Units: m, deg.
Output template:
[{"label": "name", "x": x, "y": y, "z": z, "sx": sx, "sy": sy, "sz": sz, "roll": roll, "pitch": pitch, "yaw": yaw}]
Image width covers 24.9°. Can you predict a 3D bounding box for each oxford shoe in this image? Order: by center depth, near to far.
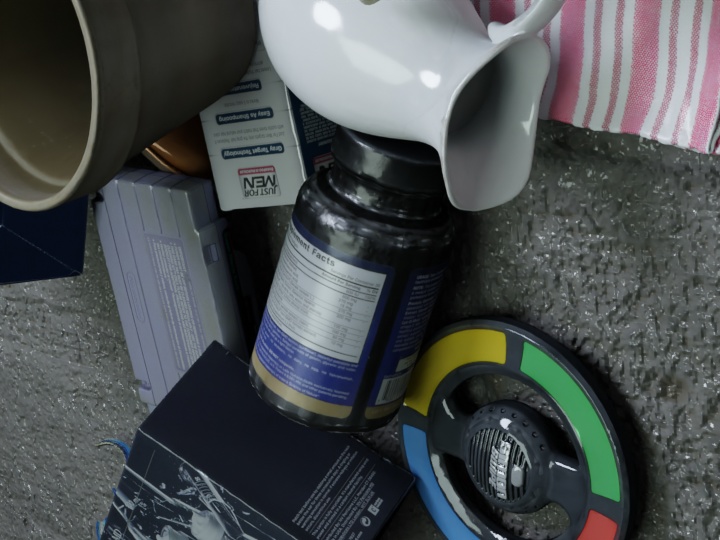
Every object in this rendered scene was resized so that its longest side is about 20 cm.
[{"label": "oxford shoe", "x": -0.157, "y": -0.156, "z": 1.240, "sx": 0.071, "sy": 0.071, "sz": 0.201, "roll": -35, "pitch": 81, "yaw": 35}]

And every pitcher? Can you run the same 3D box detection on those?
[{"label": "pitcher", "x": 0.035, "y": -0.156, "z": 0.999, "sx": 0.200, "sy": 0.121, "sz": 0.172, "roll": 38, "pitch": 114, "yaw": 38}]

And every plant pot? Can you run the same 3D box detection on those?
[{"label": "plant pot", "x": -0.171, "y": -0.156, "z": 1.086, "sx": 0.199, "sy": 0.173, "sz": 0.201, "roll": 18, "pitch": 117, "yaw": 40}]

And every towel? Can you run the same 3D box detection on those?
[{"label": "towel", "x": 0.140, "y": -0.154, "z": 0.972, "sx": 0.199, "sy": 0.030, "sz": 0.147, "roll": 16, "pitch": 116, "yaw": 40}]

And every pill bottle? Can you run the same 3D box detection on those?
[{"label": "pill bottle", "x": 0.000, "y": 0.000, "z": 1.101, "sx": 0.112, "sy": 0.112, "sz": 0.201, "roll": 33, "pitch": 118, "yaw": 31}]

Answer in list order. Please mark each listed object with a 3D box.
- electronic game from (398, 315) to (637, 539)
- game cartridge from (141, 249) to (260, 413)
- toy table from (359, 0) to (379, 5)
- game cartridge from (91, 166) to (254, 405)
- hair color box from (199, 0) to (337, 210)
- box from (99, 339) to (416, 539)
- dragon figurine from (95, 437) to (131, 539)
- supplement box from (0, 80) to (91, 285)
[{"label": "electronic game", "x": 0.103, "y": 0.128, "z": 1.110, "sx": 0.199, "sy": 0.041, "sz": 0.201, "roll": 18, "pitch": 117, "yaw": 39}, {"label": "game cartridge", "x": -0.129, "y": 0.078, "z": 1.325, "sx": 0.133, "sy": 0.041, "sz": 0.201, "roll": 3, "pitch": 107, "yaw": 40}, {"label": "toy table", "x": 0.057, "y": -0.241, "z": 0.900, "sx": 0.117, "sy": 0.199, "sz": 0.184, "roll": 55, "pitch": -165, "yaw": -43}, {"label": "game cartridge", "x": -0.141, "y": 0.020, "z": 1.255, "sx": 0.129, "sy": 0.038, "sz": 0.201, "roll": 8, "pitch": 119, "yaw": 38}, {"label": "hair color box", "x": -0.069, "y": -0.148, "z": 1.158, "sx": 0.100, "sy": 0.060, "sz": 0.201, "roll": -2, "pitch": 104, "yaw": 45}, {"label": "box", "x": -0.084, "y": 0.186, "z": 1.216, "sx": 0.182, "sy": 0.104, "sz": 0.200, "roll": 34, "pitch": 139, "yaw": 8}, {"label": "dragon figurine", "x": -0.187, "y": 0.214, "z": 1.388, "sx": 0.200, "sy": 0.099, "sz": 0.059, "roll": 47, "pitch": 132, "yaw": 21}, {"label": "supplement box", "x": -0.296, "y": -0.126, "z": 1.270, "sx": 0.201, "sy": 0.133, "sz": 0.200, "roll": 104, "pitch": 151, "yaw": -44}]
